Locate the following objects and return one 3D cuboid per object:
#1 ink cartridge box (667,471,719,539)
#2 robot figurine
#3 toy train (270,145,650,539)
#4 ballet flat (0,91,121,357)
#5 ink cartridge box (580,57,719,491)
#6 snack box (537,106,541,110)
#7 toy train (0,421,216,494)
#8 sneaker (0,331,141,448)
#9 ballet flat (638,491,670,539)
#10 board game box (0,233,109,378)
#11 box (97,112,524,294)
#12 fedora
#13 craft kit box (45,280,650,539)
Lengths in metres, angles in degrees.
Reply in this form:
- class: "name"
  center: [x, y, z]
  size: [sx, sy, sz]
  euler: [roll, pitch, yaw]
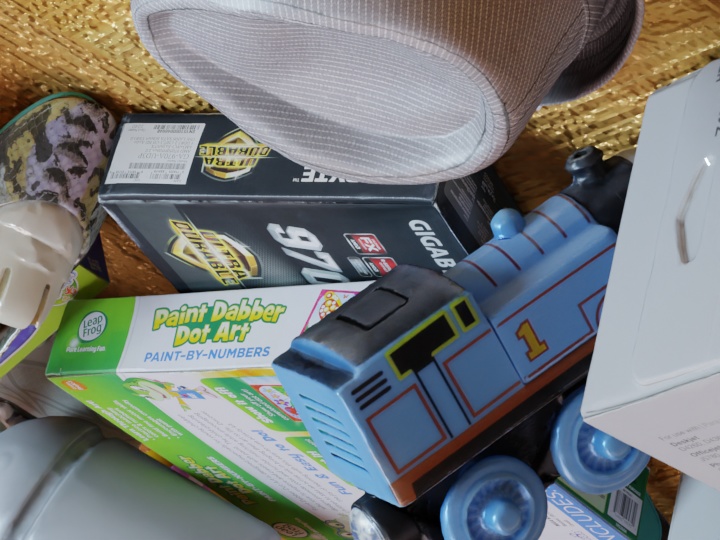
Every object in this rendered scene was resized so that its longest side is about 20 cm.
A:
- class: "ink cartridge box"
  center: [0.255, 0.127, 1.310]
  size: [0.200, 0.145, 0.145]
  euler: [23, 152, -18]
- class: "robot figurine"
  center: [-0.116, 0.142, 1.398]
  size: [0.200, 0.113, 0.170]
  euler: [30, -161, 10]
- class: "toy train"
  center: [0.068, 0.032, 1.185]
  size: [0.114, 0.200, 0.087]
  euler: [62, 164, -22]
- class: "ballet flat"
  center: [-0.163, 0.013, 1.285]
  size: [0.072, 0.072, 0.200]
  euler: [28, 118, -26]
- class: "ink cartridge box"
  center: [0.211, 0.016, 1.110]
  size: [0.200, 0.147, 0.146]
  euler: [28, 152, -26]
- class: "snack box"
  center: [0.058, -0.120, 1.058]
  size: [0.072, 0.024, 0.200]
  euler: [18, 154, -5]
- class: "toy train"
  center: [-0.119, 0.120, 1.596]
  size: [0.150, 0.056, 0.200]
  euler: [-1, 147, 31]
- class: "sneaker"
  center: [-0.175, 0.034, 1.444]
  size: [0.200, 0.075, 0.081]
  euler: [27, 138, -30]
- class: "ballet flat"
  center: [0.127, 0.147, 1.475]
  size: [0.067, 0.068, 0.200]
  euler: [-6, 125, 38]
- class: "board game box"
  center: [-0.232, 0.020, 1.349]
  size: [0.200, 0.045, 0.134]
  euler: [-40, 128, 20]
- class: "box"
  center: [0.000, 0.000, 1.299]
  size: [0.159, 0.046, 0.200]
  euler: [2, 152, 25]
- class: "fedora"
  center: [-0.007, -0.095, 1.022]
  size: [0.200, 0.090, 0.177]
  euler: [22, 152, 12]
- class: "craft kit box"
  center: [-0.004, 0.069, 1.339]
  size: [0.197, 0.049, 0.200]
  euler: [-7, 149, 35]
